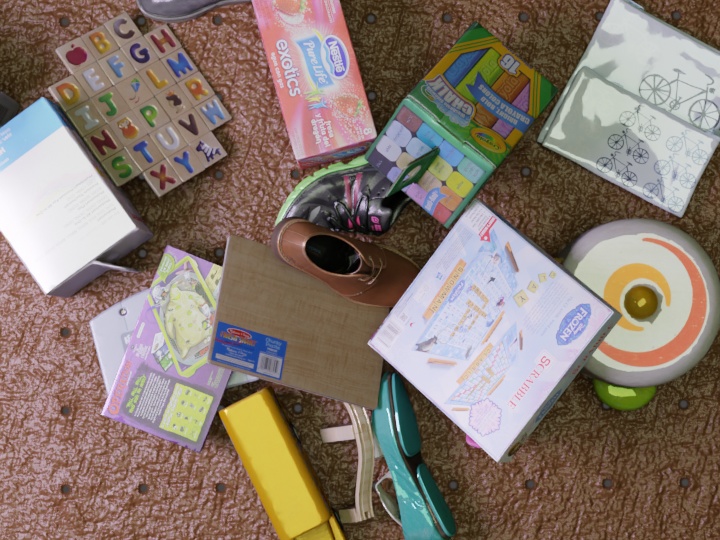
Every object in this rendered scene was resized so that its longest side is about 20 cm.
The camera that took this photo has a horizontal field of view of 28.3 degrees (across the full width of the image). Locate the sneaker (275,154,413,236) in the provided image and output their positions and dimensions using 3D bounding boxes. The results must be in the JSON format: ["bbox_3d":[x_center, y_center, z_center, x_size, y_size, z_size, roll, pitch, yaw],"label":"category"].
[{"bbox_3d":[-0.005,-0.075,1.585,0.199,0.077,0.084,-28,60,0],"label":"sneaker"}]

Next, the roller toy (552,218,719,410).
[{"bbox_3d":[0.293,0.034,1.559,0.182,0.140,0.200,-41,88,-2],"label":"roller toy"}]

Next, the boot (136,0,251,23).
[{"bbox_3d":[-0.167,-0.335,1.540,0.181,0.200,0.073,-16,87,-1],"label":"boot"}]

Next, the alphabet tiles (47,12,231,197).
[{"bbox_3d":[-0.243,-0.186,1.593,0.166,0.006,0.200,-35,88,-29],"label":"alphabet tiles"}]

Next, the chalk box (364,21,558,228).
[{"bbox_3d":[0.098,-0.143,1.529,0.124,0.125,0.200,39,54,1],"label":"chalk box"}]

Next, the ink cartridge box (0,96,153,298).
[{"bbox_3d":[-0.325,-0.066,1.567,0.125,0.129,0.200,-35,88,-1],"label":"ink cartridge box"}]

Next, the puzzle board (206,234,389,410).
[{"bbox_3d":[-0.065,0.058,1.565,0.199,0.017,0.152,17,64,-19],"label":"puzzle board"}]

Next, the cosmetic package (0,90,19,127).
[{"bbox_3d":[-0.511,-0.173,1.552,0.199,0.165,0.166,31,89,2],"label":"cosmetic package"}]

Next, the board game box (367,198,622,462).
[{"bbox_3d":[0.139,0.063,1.514,0.199,0.041,0.200,42,102,24],"label":"board game box"}]

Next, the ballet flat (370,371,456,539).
[{"bbox_3d":[0.041,0.216,1.593,0.070,0.067,0.201,-21,86,19],"label":"ballet flat"}]

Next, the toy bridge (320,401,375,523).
[{"bbox_3d":[-0.015,0.178,1.588,0.027,0.067,0.201,-10,87,-37],"label":"toy bridge"}]

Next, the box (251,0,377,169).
[{"bbox_3d":[-0.051,-0.223,1.587,0.094,0.103,0.201,-16,87,-1],"label":"box"}]

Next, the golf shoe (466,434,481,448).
[{"bbox_3d":[0.119,0.103,1.576,0.091,0.075,0.201,-26,86,-39],"label":"golf shoe"}]

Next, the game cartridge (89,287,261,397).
[{"bbox_3d":[-0.197,0.077,1.609,0.199,0.040,0.134,-14,92,-1],"label":"game cartridge"}]

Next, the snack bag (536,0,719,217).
[{"bbox_3d":[0.327,-0.189,1.626,0.188,0.021,0.201,28,88,1],"label":"snack bag"}]

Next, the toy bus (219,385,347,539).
[{"bbox_3d":[-0.083,0.230,1.582,0.065,0.078,0.201,-26,88,-1],"label":"toy bus"}]

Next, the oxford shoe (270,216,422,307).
[{"bbox_3d":[0.000,0.000,1.551,0.199,0.071,0.072,19,90,-33],"label":"oxford shoe"}]

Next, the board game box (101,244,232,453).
[{"bbox_3d":[-0.194,0.086,1.579,0.119,0.032,0.201,22,87,-3],"label":"board game box"}]
